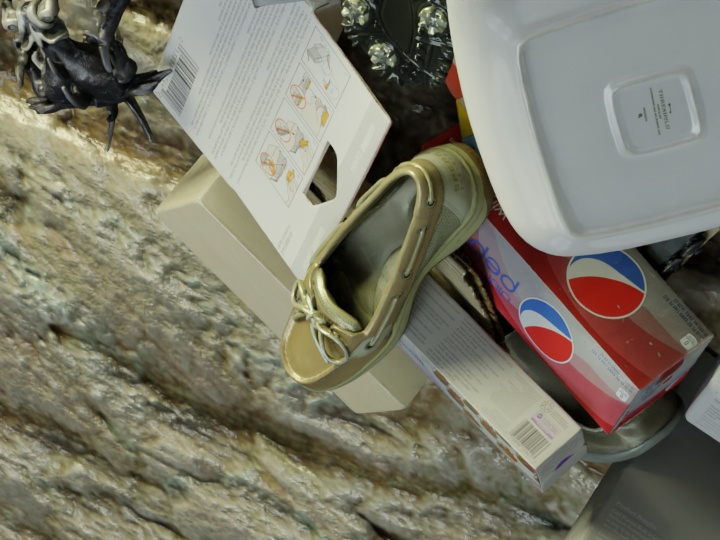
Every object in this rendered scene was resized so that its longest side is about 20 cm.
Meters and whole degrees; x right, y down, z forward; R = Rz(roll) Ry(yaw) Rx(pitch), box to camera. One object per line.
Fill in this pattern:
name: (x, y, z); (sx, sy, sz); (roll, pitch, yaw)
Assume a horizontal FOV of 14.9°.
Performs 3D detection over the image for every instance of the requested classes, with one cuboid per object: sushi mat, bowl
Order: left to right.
sushi mat: (0.021, -0.024, 1.721); (0.200, 0.012, 0.096); (43, 165, 39)
bowl: (0.154, -0.098, 1.458); (0.199, 0.075, 0.200); (-13, 119, 7)

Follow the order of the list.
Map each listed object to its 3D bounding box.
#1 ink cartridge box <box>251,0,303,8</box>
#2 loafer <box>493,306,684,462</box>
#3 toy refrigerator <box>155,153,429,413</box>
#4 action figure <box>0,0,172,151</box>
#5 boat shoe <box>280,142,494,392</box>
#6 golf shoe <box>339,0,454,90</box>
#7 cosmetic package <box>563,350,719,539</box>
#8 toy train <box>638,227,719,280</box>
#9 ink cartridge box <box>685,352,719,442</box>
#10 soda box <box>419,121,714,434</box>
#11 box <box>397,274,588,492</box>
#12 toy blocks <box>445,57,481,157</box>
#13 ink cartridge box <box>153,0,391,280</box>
ink cartridge box: (0.031, -0.239, 1.381); (0.200, 0.176, 0.084); (-7, 164, 0)
loafer: (0.119, 0.057, 1.726); (0.200, 0.075, 0.070); (26, 153, 45)
toy refrigerator: (-0.034, 0.002, 1.830); (0.200, 0.070, 0.076); (45, 158, -16)
action figure: (-0.186, -0.169, 1.738); (0.119, 0.102, 0.200); (-3, 140, 34)
boat shoe: (0.002, 0.002, 1.636); (0.201, 0.063, 0.073); (-47, 67, 37)
golf shoe: (0.029, -0.196, 1.507); (0.077, 0.088, 0.200); (10, 127, 29)
cosmetic package: (0.196, 0.159, 1.714); (0.107, 0.200, 0.090); (37, 144, 2)
toy train: (0.195, -0.026, 1.630); (0.034, 0.046, 0.200); (53, 149, 9)
ink cartridge box: (0.282, 0.048, 1.581); (0.116, 0.068, 0.200); (34, 145, 3)
soda box: (0.115, -0.003, 1.651); (0.200, 0.070, 0.063); (49, 151, 14)
box: (0.059, 0.051, 1.673); (0.200, 0.041, 0.039); (45, 168, 27)
toy blocks: (0.102, -0.103, 1.589); (0.200, 0.100, 0.137); (49, 154, -13)
ink cartridge box: (-0.044, -0.110, 1.681); (0.176, 0.045, 0.200); (52, 149, 15)
